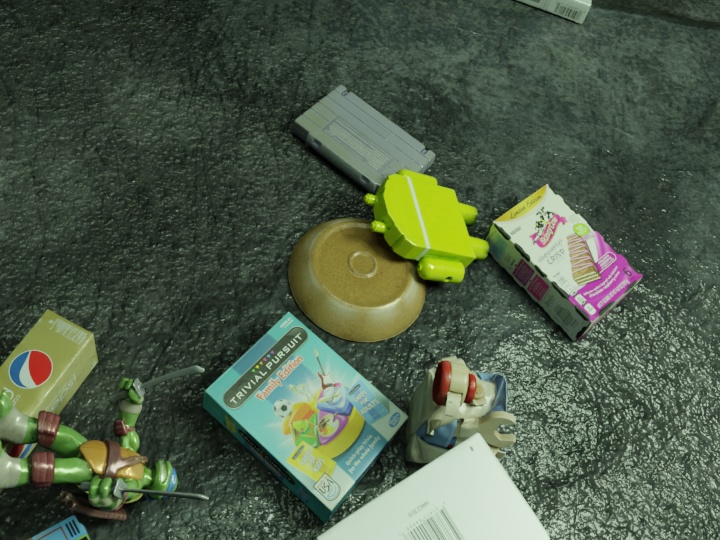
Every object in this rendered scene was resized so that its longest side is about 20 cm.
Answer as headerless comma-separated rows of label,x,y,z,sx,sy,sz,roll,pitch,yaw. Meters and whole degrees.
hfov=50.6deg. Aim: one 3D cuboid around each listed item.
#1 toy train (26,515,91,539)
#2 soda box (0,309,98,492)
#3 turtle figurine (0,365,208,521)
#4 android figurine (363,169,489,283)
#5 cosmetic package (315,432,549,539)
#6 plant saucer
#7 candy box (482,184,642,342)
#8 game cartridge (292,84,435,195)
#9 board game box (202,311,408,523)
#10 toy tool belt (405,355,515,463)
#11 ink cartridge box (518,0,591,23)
toy train,-0.275,0.339,0.711,0.113,0.087,0.201,-24,65,-34
soda box,-0.370,0.146,0.825,0.063,0.068,0.202,26,54,5
turtle figurine,-0.257,0.161,0.747,0.190,0.200,0.147,15,60,-24
android figurine,0.092,-0.067,1.078,0.196,0.041,0.186,7,54,-33
cosmetic package,0.048,0.293,0.753,0.196,0.201,0.124,-25,67,-27
plant saucer,0.000,0.000,1.043,0.195,0.036,0.204,7,55,-10
candy box,0.293,-0.015,1.115,0.135,0.061,0.200,-32,69,-30
game cartridge,0.004,-0.195,1.180,0.199,0.039,0.130,38,60,12
board game box,-0.065,0.168,0.904,0.199,0.047,0.151,39,56,12
toy tool belt,0.126,0.160,0.867,0.120,0.201,0.128,11,62,-4
ink cartridge box,0.391,-0.597,1.554,0.156,0.048,0.203,18,48,-2
